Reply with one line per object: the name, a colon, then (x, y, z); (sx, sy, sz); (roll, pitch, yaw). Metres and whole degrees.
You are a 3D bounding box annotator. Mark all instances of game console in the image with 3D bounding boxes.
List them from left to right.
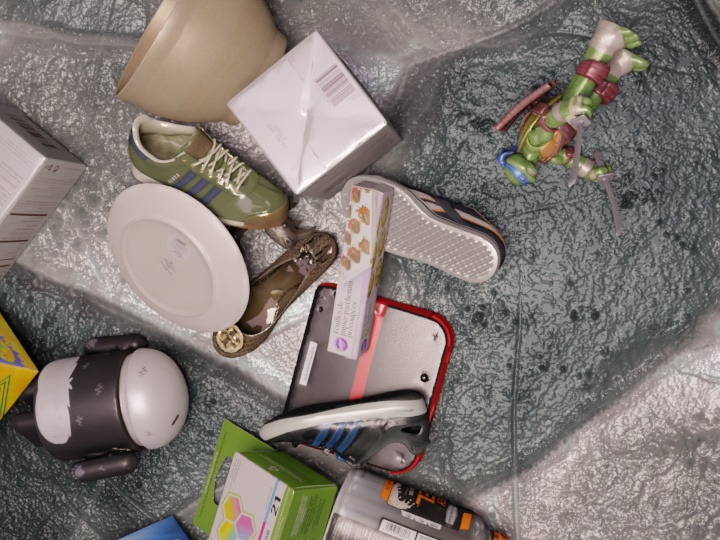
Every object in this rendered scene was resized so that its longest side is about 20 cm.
game console: (0.008, 0.131, 1.113); (0.177, 0.031, 0.200); (16, 94, 12)

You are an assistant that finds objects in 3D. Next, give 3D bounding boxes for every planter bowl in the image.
planter bowl: (-0.169, -0.247, 1.047); (0.135, 0.200, 0.200); (30, 96, -22)

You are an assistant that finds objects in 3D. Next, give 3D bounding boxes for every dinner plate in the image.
dinner plate: (-0.218, -0.007, 1.078); (0.200, 0.024, 0.200); (15, 127, 21)

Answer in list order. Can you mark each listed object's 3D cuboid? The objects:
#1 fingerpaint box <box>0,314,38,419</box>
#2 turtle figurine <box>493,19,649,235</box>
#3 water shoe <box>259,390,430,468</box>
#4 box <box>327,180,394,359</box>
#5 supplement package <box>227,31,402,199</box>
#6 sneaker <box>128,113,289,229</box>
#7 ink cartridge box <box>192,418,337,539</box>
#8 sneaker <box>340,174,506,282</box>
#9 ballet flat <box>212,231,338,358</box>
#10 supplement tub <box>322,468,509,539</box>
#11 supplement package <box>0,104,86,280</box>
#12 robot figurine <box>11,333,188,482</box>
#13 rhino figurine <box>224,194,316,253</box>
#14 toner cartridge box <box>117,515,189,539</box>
fingerpaint box: (-0.498, 0.113, 1.111); (0.167, 0.073, 0.200); (-51, 57, 6)
turtle figurine: (0.259, -0.156, 1.011); (0.144, 0.200, 0.194); (31, 92, -29)
water shoe: (-0.019, 0.192, 1.068); (0.200, 0.071, 0.079); (-11, 90, 13)
box: (0.000, 0.000, 1.051); (0.039, 0.041, 0.200); (15, 108, 19)
supplement package: (-0.041, -0.161, 1.015); (0.120, 0.200, 0.121); (-38, 88, 7)
sneaker: (-0.175, -0.115, 1.039); (0.200, 0.090, 0.067); (21, 56, 13)
ink cartridge box: (-0.138, 0.274, 1.063); (0.200, 0.076, 0.148); (21, 97, 39)
sneaker: (0.074, -0.051, 1.070); (0.200, 0.079, 0.079); (30, 114, 13)
ballet flat: (-0.105, 0.029, 1.109); (0.200, 0.046, 0.067); (-42, 86, 7)
supplement tub: (0.061, 0.315, 1.063); (0.200, 0.123, 0.123); (20, 95, 5)
supplement package: (-0.449, -0.086, 1.112); (0.117, 0.117, 0.200); (40, 96, 3)
robot figurine: (-0.304, 0.160, 1.104); (0.200, 0.125, 0.151); (-9, 96, 8)
rhino figurine: (-0.150, -0.069, 1.101); (0.200, 0.060, 0.088); (10, 76, 7)
toner cartridge box: (-0.287, 0.365, 1.073); (0.200, 0.095, 0.043); (-19, 122, -29)
